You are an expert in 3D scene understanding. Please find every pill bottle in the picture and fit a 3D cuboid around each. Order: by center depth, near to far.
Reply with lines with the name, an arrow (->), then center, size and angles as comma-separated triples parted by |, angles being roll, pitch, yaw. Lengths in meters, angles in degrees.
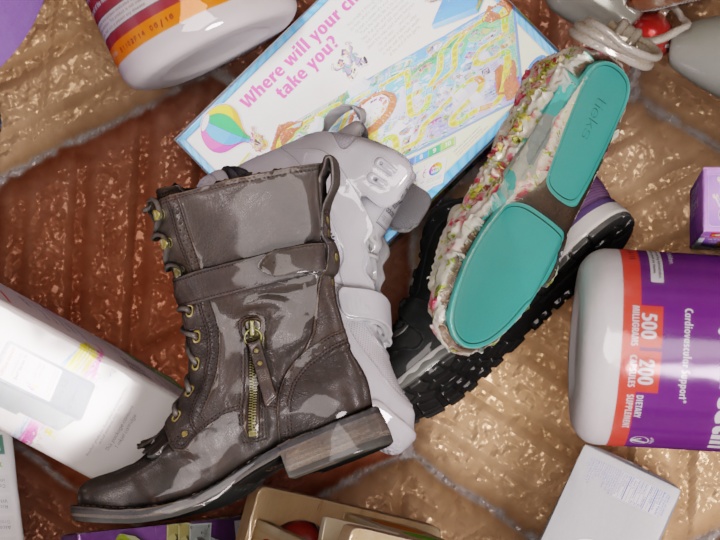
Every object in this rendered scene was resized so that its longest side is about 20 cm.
pill bottle -> 0.220, 0.048, 1.683 | 0.199, 0.112, 0.113 | 3, 87, 0
pill bottle -> -0.126, -0.215, 1.724 | 0.113, 0.113, 0.200 | -26, 86, 1

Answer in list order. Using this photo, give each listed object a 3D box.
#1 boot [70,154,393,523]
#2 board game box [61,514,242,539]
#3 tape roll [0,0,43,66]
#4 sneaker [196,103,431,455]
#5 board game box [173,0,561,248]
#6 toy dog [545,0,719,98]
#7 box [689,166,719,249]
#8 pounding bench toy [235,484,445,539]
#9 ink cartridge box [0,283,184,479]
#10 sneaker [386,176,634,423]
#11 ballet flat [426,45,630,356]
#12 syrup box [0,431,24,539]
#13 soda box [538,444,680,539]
boot -> -0.084, 0.039, 1.613 | 0.200, 0.069, 0.175 | -19, 84, 8
board game box -> -0.105, 0.245, 1.707 | 0.120, 0.032, 0.201 | -2, 84, -34
tape roll -> -0.283, -0.184, 1.717 | 0.200, 0.066, 0.201 | -6, 61, 10
sneaker -> 0.000, 0.000, 1.674 | 0.115, 0.075, 0.200 | -34, 69, 1
board game box -> 0.008, -0.098, 1.748 | 0.200, 0.034, 0.134 | -44, 85, 0
toy dog -> 0.213, -0.149, 1.700 | 0.200, 0.132, 0.097 | 23, 101, -13
box -> 0.289, -0.034, 1.676 | 0.199, 0.137, 0.039 | 0, 87, 3
pounding bench toy -> -0.010, 0.237, 1.661 | 0.124, 0.156, 0.201 | 15, 89, -26
ink cartridge box -> -0.192, 0.054, 1.675 | 0.200, 0.117, 0.067 | 30, 90, -19
sneaker -> 0.059, 0.008, 1.730 | 0.200, 0.076, 0.088 | -40, 69, -3
ballet flat -> 0.088, -0.040, 1.675 | 0.076, 0.064, 0.200 | 43, 71, -33
syrup box -> -0.226, 0.192, 1.671 | 0.079, 0.082, 0.200 | -4, 55, -12
soda box -> 0.116, 0.203, 1.705 | 0.063, 0.068, 0.200 | 25, 88, 7
